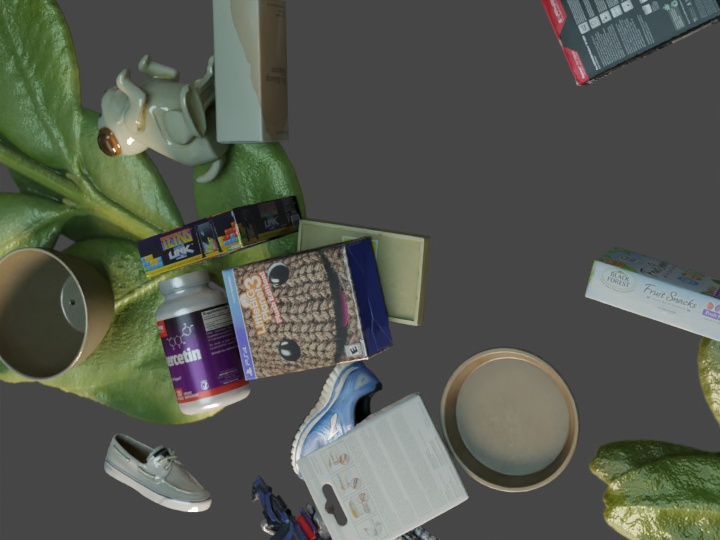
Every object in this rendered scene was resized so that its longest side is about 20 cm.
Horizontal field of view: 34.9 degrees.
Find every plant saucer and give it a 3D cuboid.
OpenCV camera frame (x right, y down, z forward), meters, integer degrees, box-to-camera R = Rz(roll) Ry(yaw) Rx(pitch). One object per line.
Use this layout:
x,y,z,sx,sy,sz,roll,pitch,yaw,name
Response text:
0.206,0.204,1.582,0.197,0.029,0.203,3,97,22,plant saucer

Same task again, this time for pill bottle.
-0.240,0.106,1.715,0.111,0.112,0.203,-16,90,24,pill bottle

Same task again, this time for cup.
-0.466,0.057,1.788,0.197,0.143,0.204,3,98,22,cup

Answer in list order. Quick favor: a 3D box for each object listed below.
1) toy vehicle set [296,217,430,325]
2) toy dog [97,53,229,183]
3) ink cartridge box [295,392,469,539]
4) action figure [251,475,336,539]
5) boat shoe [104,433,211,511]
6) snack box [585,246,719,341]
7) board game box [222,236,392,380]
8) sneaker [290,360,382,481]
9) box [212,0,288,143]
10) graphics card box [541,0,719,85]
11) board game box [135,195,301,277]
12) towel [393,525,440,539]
0.000,0.000,1.645,0.197,0.026,0.126,10,101,22,toy vehicle set
-0.297,-0.227,1.702,0.197,0.140,0.196,2,134,21,toy dog
0.030,0.288,1.607,0.198,0.057,0.164,-27,89,-3,ink cartridge box
-0.111,0.412,1.728,0.193,0.104,0.201,-45,49,16,action figure
-0.315,0.312,1.799,0.198,0.071,0.071,22,107,26,boat shoe
0.391,0.030,1.419,0.198,0.142,0.054,19,104,20,snack box
-0.074,0.053,1.616,0.197,0.097,0.162,-12,92,24,board game box
-0.032,0.227,1.660,0.089,0.078,0.202,33,108,18,sneaker
-0.156,-0.284,1.642,0.077,0.095,0.203,2,99,22,box
0.343,-0.332,1.446,0.198,0.051,0.127,-25,86,25,graphics card box
-0.195,-0.051,1.629,0.163,0.200,0.058,-15,92,23,board game box
0.030,0.453,1.657,0.165,0.085,0.202,34,108,15,towel
